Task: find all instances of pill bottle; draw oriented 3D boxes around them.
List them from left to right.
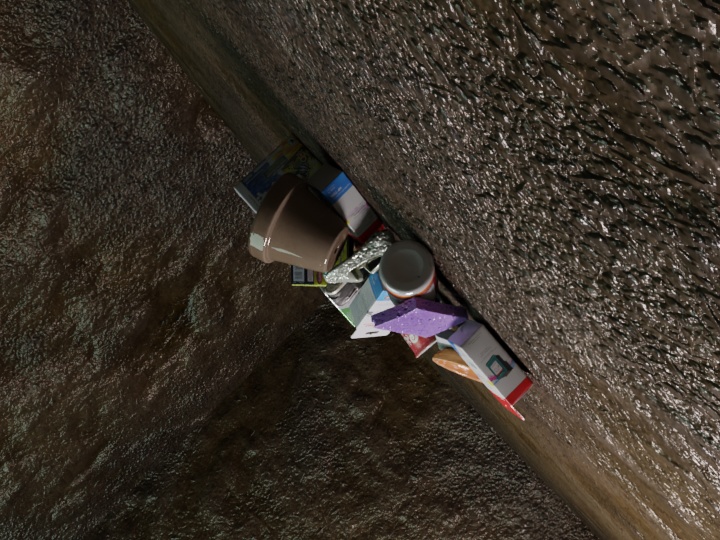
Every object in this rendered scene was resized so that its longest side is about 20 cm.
[{"bbox_3d":[0.102,0.022,1.382,0.110,0.109,0.200,46,175,20],"label":"pill bottle"}]

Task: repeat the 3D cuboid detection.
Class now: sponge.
[{"bbox_3d":[0.122,0.096,1.385,0.198,0.110,0.030,15,-124,-50],"label":"sponge"}]

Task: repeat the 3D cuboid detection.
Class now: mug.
[{"bbox_3d":[0.131,0.105,1.768,0.201,0.133,0.178,50,175,9],"label":"mug"}]

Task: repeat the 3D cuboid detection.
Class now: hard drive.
[{"bbox_3d":[0.244,0.181,1.615,0.129,0.027,0.200,19,168,13],"label":"hard drive"}]

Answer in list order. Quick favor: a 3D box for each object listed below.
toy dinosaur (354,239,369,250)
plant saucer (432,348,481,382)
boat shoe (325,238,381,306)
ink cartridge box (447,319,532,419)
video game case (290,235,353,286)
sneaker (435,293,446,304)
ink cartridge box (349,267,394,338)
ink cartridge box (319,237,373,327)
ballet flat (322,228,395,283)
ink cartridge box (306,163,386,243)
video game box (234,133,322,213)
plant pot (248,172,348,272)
[{"bbox_3d":[0.009,-0.068,1.721,0.107,0.195,0.062,114,150,-56],"label":"toy dinosaur"},{"bbox_3d":[0.269,0.230,1.637,0.196,0.038,0.200,20,168,4],"label":"plant saucer"},{"bbox_3d":[0.000,0.000,1.609,0.067,0.200,0.057,32,163,51],"label":"boat shoe"},{"bbox_3d":[0.277,0.202,1.412,0.201,0.067,0.116,49,177,-5],"label":"ink cartridge box"},{"bbox_3d":[-0.096,-0.063,1.681,0.177,0.205,0.025,1,-178,32],"label":"video game case"},{"bbox_3d":[0.144,0.054,1.627,0.199,0.076,0.093,36,162,36],"label":"sneaker"},{"bbox_3d":[0.050,0.076,1.610,0.201,0.114,0.068,-56,46,45],"label":"ink cartridge box"},{"bbox_3d":[0.003,0.025,1.861,0.146,0.200,0.088,48,179,-26],"label":"ink cartridge box"},{"bbox_3d":[0.000,-0.014,1.518,0.072,0.198,0.072,41,-153,-27],"label":"ballet flat"},{"bbox_3d":[-0.026,-0.138,1.546,0.201,0.067,0.116,50,174,-28],"label":"ink cartridge box"},{"bbox_3d":[-0.178,-0.200,1.658,0.182,0.200,0.047,45,175,16],"label":"video game box"},{"bbox_3d":[-0.122,-0.086,1.497,0.172,0.203,0.200,26,172,9],"label":"plant pot"}]
